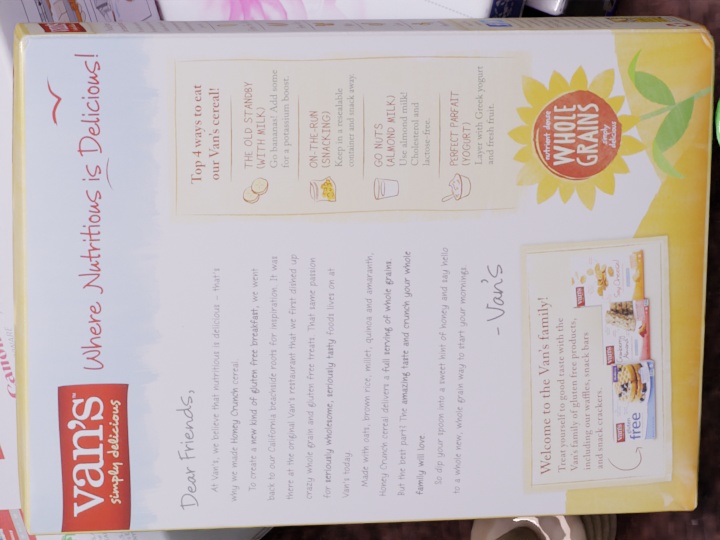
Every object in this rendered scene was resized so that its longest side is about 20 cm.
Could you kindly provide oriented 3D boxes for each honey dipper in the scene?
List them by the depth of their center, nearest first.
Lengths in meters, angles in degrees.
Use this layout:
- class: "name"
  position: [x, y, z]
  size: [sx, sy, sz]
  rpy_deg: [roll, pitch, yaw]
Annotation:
- class: "honey dipper"
  position: [0.035, 0.088, 0.800]
  size: [0.038, 0.200, 0.038]
  rpy_deg: [1, 95, 17]

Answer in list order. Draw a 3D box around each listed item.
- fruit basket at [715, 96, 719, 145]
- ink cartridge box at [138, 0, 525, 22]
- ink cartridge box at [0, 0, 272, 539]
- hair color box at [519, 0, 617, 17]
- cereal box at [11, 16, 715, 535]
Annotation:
- class: "fruit basket"
  position: [0.187, 0.005, 0.748]
  size: [0.155, 0.215, 0.216]
  rpy_deg: [-35, 79, 16]
- class: "ink cartridge box"
  position: [-0.053, -0.068, 0.876]
  size: [0.199, 0.043, 0.197]
  rpy_deg: [23, 123, 17]
- class: "ink cartridge box"
  position: [-0.134, 0.004, 0.881]
  size: [0.175, 0.084, 0.201]
  rpy_deg: [-6, 109, 32]
- class: "hair color box"
  position: [0.002, -0.163, 0.884]
  size: [0.199, 0.065, 0.110]
  rpy_deg: [23, 98, 20]
- class: "cereal box"
  position: [0.000, 0.000, 0.795]
  size: [0.199, 0.040, 0.145]
  rpy_deg: [0, 102, -9]
